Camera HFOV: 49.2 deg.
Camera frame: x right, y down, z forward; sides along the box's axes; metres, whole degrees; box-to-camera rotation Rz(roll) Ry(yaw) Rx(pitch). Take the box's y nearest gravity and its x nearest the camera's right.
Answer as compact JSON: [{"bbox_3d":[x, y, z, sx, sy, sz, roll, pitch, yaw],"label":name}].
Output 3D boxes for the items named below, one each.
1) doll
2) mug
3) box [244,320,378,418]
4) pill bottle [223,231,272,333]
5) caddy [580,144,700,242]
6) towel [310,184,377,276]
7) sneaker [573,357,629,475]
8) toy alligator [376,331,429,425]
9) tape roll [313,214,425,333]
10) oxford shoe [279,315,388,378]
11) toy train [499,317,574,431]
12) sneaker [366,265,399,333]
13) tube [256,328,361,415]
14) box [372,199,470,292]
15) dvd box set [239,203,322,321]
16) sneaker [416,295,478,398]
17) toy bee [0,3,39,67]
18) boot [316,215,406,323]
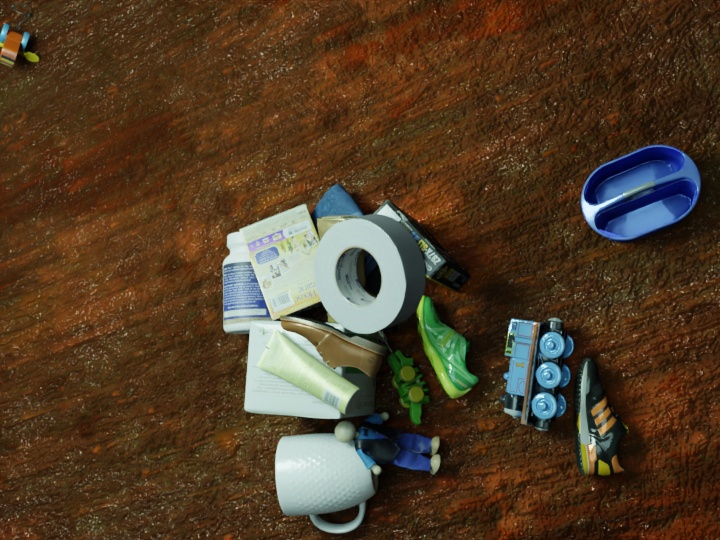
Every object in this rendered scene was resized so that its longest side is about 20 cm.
[{"bbox_3d":[0.047,0.318,1.459,0.198,0.137,0.049,15,133,-9],"label":"doll"},{"bbox_3d":[-0.055,0.408,1.500,0.174,0.148,0.202,-7,103,9],"label":"mug"},{"bbox_3d":[-0.089,0.189,1.502,0.198,0.199,0.173,1,83,20],"label":"box"},{"bbox_3d":[-0.227,0.027,1.625,0.115,0.116,0.202,-5,82,21],"label":"pill bottle"},{"bbox_3d":[0.485,-0.130,1.366,0.199,0.105,0.143,-23,74,18],"label":"caddy"},{"bbox_3d":[-0.029,-0.074,1.555,0.112,0.048,0.200,-54,49,24],"label":"towel"},{"bbox_3d":[0.421,0.255,1.370,0.089,0.070,0.202,1,83,7],"label":"sneaker"},{"bbox_3d":[0.090,0.195,1.513,0.054,0.059,0.201,-15,72,-24],"label":"toy alligator"},{"bbox_3d":[0.014,0.006,1.371,0.199,0.066,0.202,9,106,35],"label":"tape roll"},{"bbox_3d":[-0.056,0.129,1.358,0.198,0.071,0.072,21,92,13],"label":"oxford shoe"},{"bbox_3d":[0.313,0.182,1.410,0.113,0.086,0.202,7,88,31],"label":"toy train"},{"bbox_3d":[0.058,0.013,1.546,0.104,0.060,0.201,23,97,25],"label":"sneaker"},{"bbox_3d":[-0.090,0.180,1.377,0.199,0.052,0.058,28,51,23],"label":"tube"},{"bbox_3d":[0.116,-0.041,1.452,0.049,0.200,0.160,-47,70,8],"label":"box"},{"bbox_3d":[-0.139,-0.015,1.556,0.145,0.029,0.201,-22,76,-4],"label":"dvd box set"},{"bbox_3d":[0.162,0.139,1.488,0.083,0.074,0.201,-21,76,-3],"label":"sneaker"},{"bbox_3d":[-0.869,-0.564,1.977,0.130,0.201,0.109,33,129,-11],"label":"toy bee"},{"bbox_3d":[0.000,0.000,1.458,0.174,0.066,0.202,1,100,26],"label":"boot"}]
